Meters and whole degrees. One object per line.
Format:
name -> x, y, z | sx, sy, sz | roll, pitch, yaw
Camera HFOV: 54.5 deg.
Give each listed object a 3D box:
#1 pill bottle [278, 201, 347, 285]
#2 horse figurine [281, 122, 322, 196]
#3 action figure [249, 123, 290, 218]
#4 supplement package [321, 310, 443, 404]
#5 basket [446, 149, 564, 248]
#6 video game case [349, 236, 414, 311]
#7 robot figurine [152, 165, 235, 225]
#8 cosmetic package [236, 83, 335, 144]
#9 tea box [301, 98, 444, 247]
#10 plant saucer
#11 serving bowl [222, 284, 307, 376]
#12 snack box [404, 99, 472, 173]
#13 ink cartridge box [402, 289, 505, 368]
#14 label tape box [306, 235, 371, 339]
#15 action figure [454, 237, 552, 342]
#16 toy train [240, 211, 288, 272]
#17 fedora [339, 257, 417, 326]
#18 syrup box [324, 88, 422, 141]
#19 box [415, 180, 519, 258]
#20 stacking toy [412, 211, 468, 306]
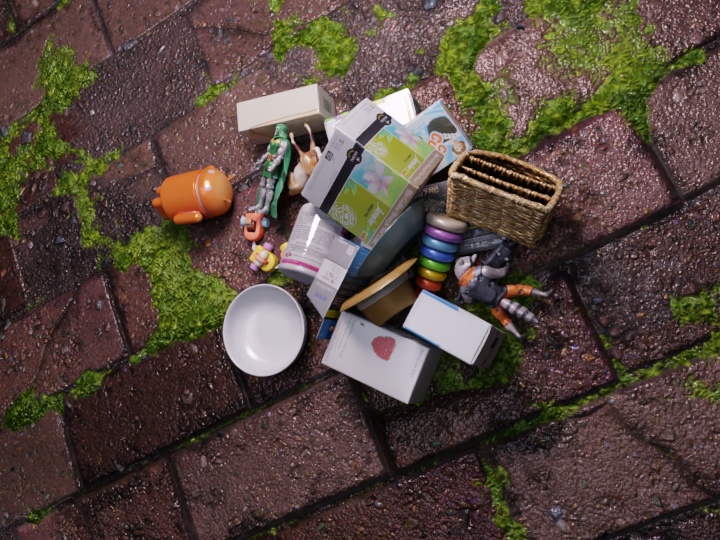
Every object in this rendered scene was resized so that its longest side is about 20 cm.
pill bottle -> -0.089, -0.074, 1.493 | 0.113, 0.113, 0.200 | 14, 76, 21
horse figurine -> -0.136, -0.228, 1.546 | 0.200, 0.050, 0.133 | -47, 61, 41
action figure -> -0.195, -0.224, 1.541 | 0.118, 0.055, 0.200 | 24, 101, 51
supplement package -> 0.047, 0.173, 1.418 | 0.200, 0.120, 0.121 | 22, 91, 21
basket -> 0.272, -0.159, 1.296 | 0.200, 0.149, 0.143 | 23, 68, 15
video game case -> 0.000, 0.000, 1.513 | 0.200, 0.017, 0.143 | -32, 74, 14
robot figurine -> -0.382, -0.175, 1.626 | 0.200, 0.144, 0.117 | -9, 103, 20
cosmetic package -> -0.166, -0.349, 1.574 | 0.200, 0.104, 0.073 | -9, 79, 20
tea box -> 0.021, -0.187, 1.382 | 0.197, 0.134, 0.200 | 36, 137, 2
plant saucer -> 0.071, -0.052, 1.373 | 0.039, 0.201, 0.201 | 42, 98, 9
serving bowl -> -0.201, 0.133, 1.546 | 0.200, 0.066, 0.201 | -3, 82, 21
snack box -> 0.116, -0.246, 1.445 | 0.200, 0.037, 0.116 | -33, 106, 23
ink cartridge box -> 0.184, 0.116, 1.331 | 0.146, 0.200, 0.086 | 28, 92, 21
label tape box -> -0.044, 0.039, 1.437 | 0.063, 0.144, 0.200 | 27, 93, 22
action figure -> 0.272, 0.021, 1.351 | 0.193, 0.105, 0.200 | 30, 113, 4
toy train -> -0.194, -0.069, 1.574 | 0.200, 0.056, 0.151 | 8, 86, 22
fedora -> 0.052, 0.053, 1.362 | 0.200, 0.201, 0.082 | -34, 90, 14
syrup box -> 0.032, -0.310, 1.507 | 0.200, 0.079, 0.082 | -18, 77, 18
box -> 0.212, -0.110, 1.431 | 0.200, 0.049, 0.162 | -13, 81, 19
stacking toy -> 0.146, -0.011, 1.385 | 0.085, 0.085, 0.200 | 21, 106, 22
